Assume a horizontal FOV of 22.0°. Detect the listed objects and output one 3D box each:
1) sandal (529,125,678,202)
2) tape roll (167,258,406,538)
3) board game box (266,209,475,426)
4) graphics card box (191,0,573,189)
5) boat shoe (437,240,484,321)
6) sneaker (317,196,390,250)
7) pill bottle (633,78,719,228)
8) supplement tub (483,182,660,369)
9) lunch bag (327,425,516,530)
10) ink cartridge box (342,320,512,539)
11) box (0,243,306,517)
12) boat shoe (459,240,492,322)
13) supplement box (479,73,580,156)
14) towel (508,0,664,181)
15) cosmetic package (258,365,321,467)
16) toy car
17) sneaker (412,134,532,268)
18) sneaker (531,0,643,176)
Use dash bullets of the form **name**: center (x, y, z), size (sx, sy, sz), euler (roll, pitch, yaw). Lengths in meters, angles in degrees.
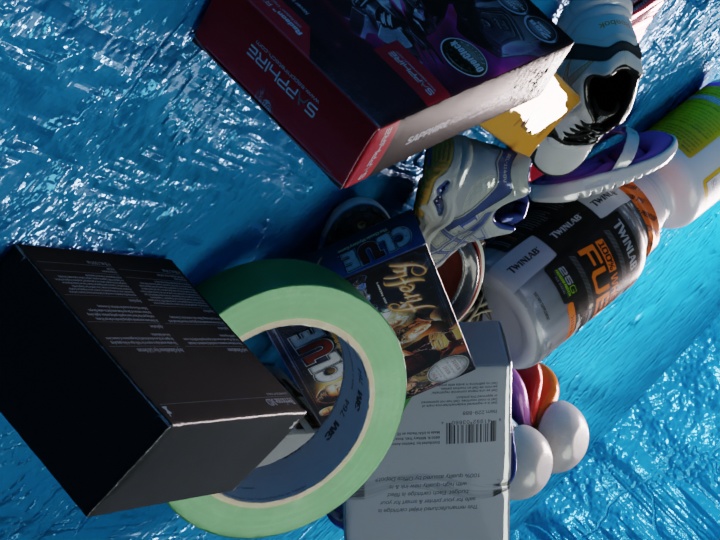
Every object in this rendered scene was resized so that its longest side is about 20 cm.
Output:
- **sandal**: center (0.236, -0.112, 1.764), size (0.202, 0.082, 0.050), euler (-27, 113, -44)
- **tape roll**: center (-0.065, 0.092, 1.315), size (0.199, 0.048, 0.202), euler (-12, 118, -23)
- **board game box**: center (0.004, 0.044, 1.420), size (0.135, 0.035, 0.200), euler (-23, 146, 2)
- **graphics card box**: center (0.017, -0.129, 1.044), size (0.199, 0.125, 0.051), euler (-26, 155, -48)
- **boat shoe**: center (0.040, 0.038, 1.619), size (0.062, 0.071, 0.200), euler (-23, 157, -47)
- **sneaker**: center (0.000, 0.000, 1.454), size (0.071, 0.073, 0.200), euler (-15, 147, -3)
- **pill bottle**: center (0.338, -0.112, 1.931), size (0.200, 0.104, 0.104), euler (-35, 161, -30)
- **supplement tub**: center (0.190, -0.006, 1.787), size (0.200, 0.123, 0.123), euler (-37, 162, -28)
- **lunch bag**: center (0.044, 0.172, 1.747), size (0.198, 0.137, 0.133), euler (1, 154, -3)
- **ink cartridge box**: center (0.054, 0.152, 1.593), size (0.084, 0.145, 0.201), euler (-97, -174, -65)
- **box**: center (-0.135, 0.064, 1.103), size (0.079, 0.141, 0.200), euler (-49, 163, 12)
- **boat shoe**: center (0.089, 0.027, 1.698), size (0.074, 0.073, 0.200), euler (-38, 163, -24)
- **supplement box**: center (0.102, -0.138, 1.347), size (0.067, 0.069, 0.200), euler (-46, 163, 7)
- **towel**: center (0.191, -0.153, 1.610), size (0.144, 0.022, 0.200), euler (-35, 161, -36)
- **cosmetic package**: center (-0.089, 0.117, 1.460), size (0.051, 0.082, 0.200), euler (-51, 164, 10)
- **toy car**: center (0.152, 0.158, 2.079), size (0.200, 0.174, 0.151), euler (-25, 120, -50)
- **sneaker**: center (0.083, -0.042, 1.440), size (0.200, 0.087, 0.076), euler (105, -5, -73)
- **sneaker**: center (0.174, -0.132, 1.484), size (0.073, 0.080, 0.201), euler (-6, 148, -13)
